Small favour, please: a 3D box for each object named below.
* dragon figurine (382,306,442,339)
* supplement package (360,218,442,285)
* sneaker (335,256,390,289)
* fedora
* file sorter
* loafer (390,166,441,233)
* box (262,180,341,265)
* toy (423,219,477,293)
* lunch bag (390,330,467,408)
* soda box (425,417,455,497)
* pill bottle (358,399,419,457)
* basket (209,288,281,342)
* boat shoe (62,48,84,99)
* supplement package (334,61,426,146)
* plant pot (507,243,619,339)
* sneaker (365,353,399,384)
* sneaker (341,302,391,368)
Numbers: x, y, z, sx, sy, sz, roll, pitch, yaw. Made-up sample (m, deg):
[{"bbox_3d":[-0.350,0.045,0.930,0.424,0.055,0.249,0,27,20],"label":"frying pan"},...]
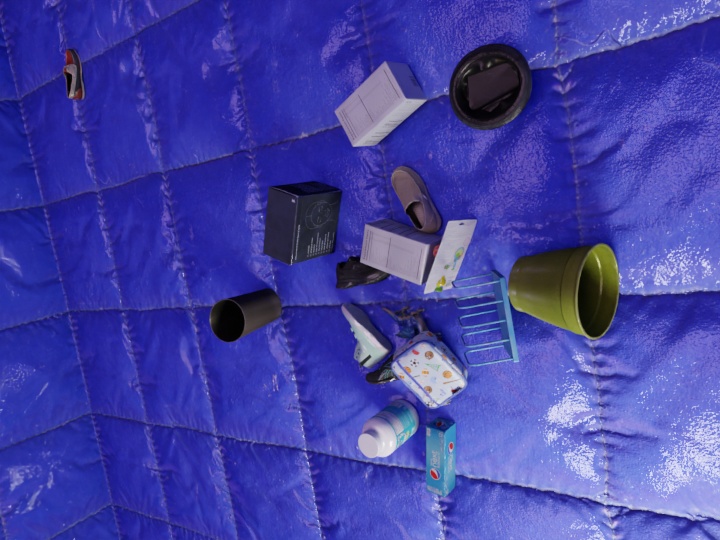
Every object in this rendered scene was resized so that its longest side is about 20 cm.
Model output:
[{"bbox_3d":[0.133,0.158,1.633,0.197,0.058,0.102,5,104,35],"label":"dragon figurine"},{"bbox_3d":[0.112,-0.055,1.562,0.198,0.109,0.116,22,114,31],"label":"supplement package"},{"bbox_3d":[0.000,0.000,1.688,0.197,0.075,0.093,-10,88,35],"label":"sneaker"},{"bbox_3d":[0.306,-0.418,1.337,0.198,0.091,0.205,10,107,35],"label":"fedora"},{"bbox_3d":[0.299,0.116,1.421,0.120,0.139,0.204,-11,96,6],"label":"file sorter"},{"bbox_3d":[0.141,-0.187,1.534,0.076,0.068,0.202,-41,76,36],"label":"loafer"},{"bbox_3d":[-0.168,-0.143,1.697,0.122,0.195,0.204,21,113,30],"label":"box"},{"bbox_3d":[0.218,-0.043,1.489,0.047,0.114,0.203,34,120,40],"label":"toy"},{"bbox_3d":[0.185,0.274,1.568,0.160,0.076,0.200,-38,101,23],"label":"lunch bag"},{"bbox_3d":[0.227,0.527,1.648,0.063,0.067,0.204,8,106,35],"label":"soda box"},{"bbox_3d":[0.077,0.455,1.660,0.109,0.199,0.113,10,108,34],"label":"pill bottle"},{"bbox_3d":[-0.364,0.137,1.911,0.179,0.199,0.138,-26,87,39],"label":"basket"},{"bbox_3d":[-1.177,-0.801,2.376,0.070,0.062,0.204,2,101,38],"label":"boat shoe"},{"bbox_3d":[0.050,-0.426,1.507,0.199,0.109,0.115,-34,81,37],"label":"supplement package"},{"bbox_3d":[0.441,0.037,1.302,0.191,0.198,0.205,6,106,47],"label":"plant pot"},{"bbox_3d":[0.099,0.282,1.691,0.197,0.075,0.081,-17,82,30],"label":"sneaker"},{"bbox_3d":[-0.010,0.200,1.737,0.201,0.073,0.119,48,118,14],"label":"sneaker"}]
